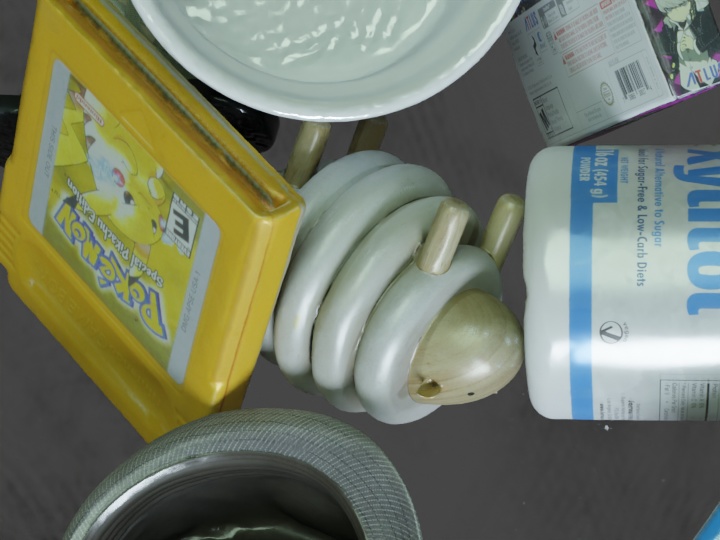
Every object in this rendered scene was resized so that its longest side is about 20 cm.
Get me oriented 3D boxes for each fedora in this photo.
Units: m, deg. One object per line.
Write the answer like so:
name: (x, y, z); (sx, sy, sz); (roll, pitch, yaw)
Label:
fedora: (-0.051, 0.162, 1.077); (0.199, 0.090, 0.178); (-19, 70, 12)

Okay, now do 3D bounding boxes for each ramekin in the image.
ramekin: (-0.021, -0.168, 1.039); (0.199, 0.098, 0.202); (0, 90, -8)

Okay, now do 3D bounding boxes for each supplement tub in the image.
supplement tub: (0.178, 0.006, 1.051); (0.198, 0.132, 0.133); (-1, 74, 8)

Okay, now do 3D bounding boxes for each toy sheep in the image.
toy sheep: (0.000, 0.000, 1.094); (0.199, 0.138, 0.138); (35, 83, 32)

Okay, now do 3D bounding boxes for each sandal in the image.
sandal: (-0.130, -0.085, 1.160); (0.198, 0.075, 0.045); (-2, 64, 25)

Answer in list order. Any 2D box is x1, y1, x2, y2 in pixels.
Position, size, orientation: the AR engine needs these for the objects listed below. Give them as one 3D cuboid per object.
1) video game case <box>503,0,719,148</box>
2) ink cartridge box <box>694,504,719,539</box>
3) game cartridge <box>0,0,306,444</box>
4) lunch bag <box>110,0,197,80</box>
video game case: (0.101, -0.157, 1.057); (0.036, 0.200, 0.183); (-19, 89, -12)
ink cartridge box: (0.240, 0.178, 0.995); (0.199, 0.116, 0.067); (35, 82, 18)
game cartridge: (-0.112, -0.016, 1.089); (0.032, 0.201, 0.176); (-26, 60, -37)
lunch bag: (-0.076, -0.196, 1.156); (0.200, 0.117, 0.165); (38, 102, 17)
